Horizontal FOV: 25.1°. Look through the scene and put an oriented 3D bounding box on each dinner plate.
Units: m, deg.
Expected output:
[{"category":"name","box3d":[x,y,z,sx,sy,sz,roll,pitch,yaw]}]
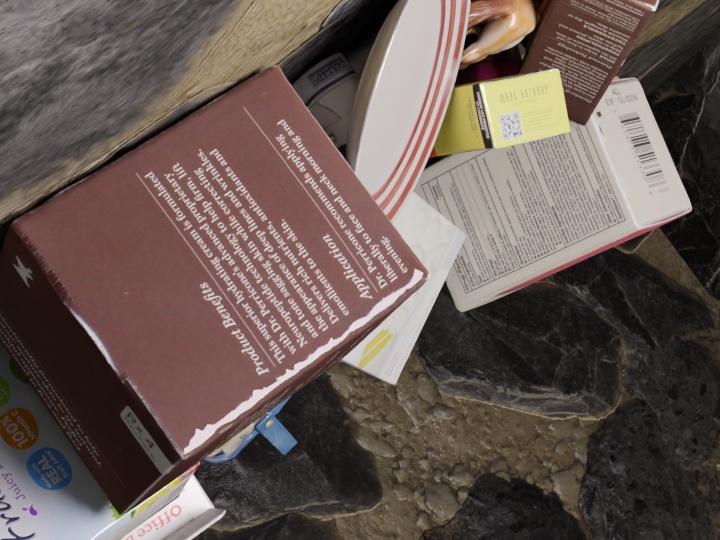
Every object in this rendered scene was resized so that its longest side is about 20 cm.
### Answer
[{"category":"dinner plate","box3d":[0.028,-0.116,1.055,0.200,0.024,0.202,21,90,-75]}]

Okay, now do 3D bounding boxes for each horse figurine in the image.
[{"category":"horse figurine","box3d":[0.088,-0.181,1.210,0.132,0.050,0.200,-30,180,10]}]

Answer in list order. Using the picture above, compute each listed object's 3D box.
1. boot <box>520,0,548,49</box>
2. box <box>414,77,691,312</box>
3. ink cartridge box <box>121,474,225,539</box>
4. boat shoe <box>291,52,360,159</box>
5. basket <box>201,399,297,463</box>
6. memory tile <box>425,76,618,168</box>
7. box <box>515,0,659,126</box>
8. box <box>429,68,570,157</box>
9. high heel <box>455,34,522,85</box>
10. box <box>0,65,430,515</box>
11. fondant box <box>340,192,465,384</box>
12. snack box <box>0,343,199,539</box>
[{"category":"boot","box3d":[0.192,-0.226,1.449,0.107,0.075,0.200,-42,174,6]},{"category":"box","box3d":[0.160,-0.065,1.389,0.199,0.129,0.109,-26,175,38]},{"category":"ink cartridge box","box3d":[-0.183,0.175,1.181,0.115,0.068,0.200,-33,-172,-20]},{"category":"boat shoe","box3d":[-0.033,-0.081,1.150,0.071,0.070,0.200,-34,174,-27]},{"category":"basket","box3d":[-0.132,0.070,1.339,0.139,0.176,0.200,-46,161,-2]},{"category":"memory tile","box3d":[0.135,-0.131,1.481,0.199,0.017,0.153,-25,180,27]},{"category":"box","box3d":[0.177,-0.199,1.204,0.200,0.074,0.101,114,0,-71]},{"category":"box","box3d":[0.068,-0.114,1.225,0.075,0.051,0.199,-15,-173,-30]},{"category":"high heel","box3d":[0.111,-0.146,1.392,0.067,0.097,0.200,-2,168,4]},{"category":"box","box3d":[-0.099,0.014,0.990,0.199,0.167,0.164,-34,176,-27]},{"category":"fondant box","box3d":[0.000,0.000,1.302,0.145,0.058,0.200,-64,151,-3]},{"category":"snack box","box3d":[-0.234,0.126,1.051,0.199,0.169,0.068,-35,168,-33]}]
